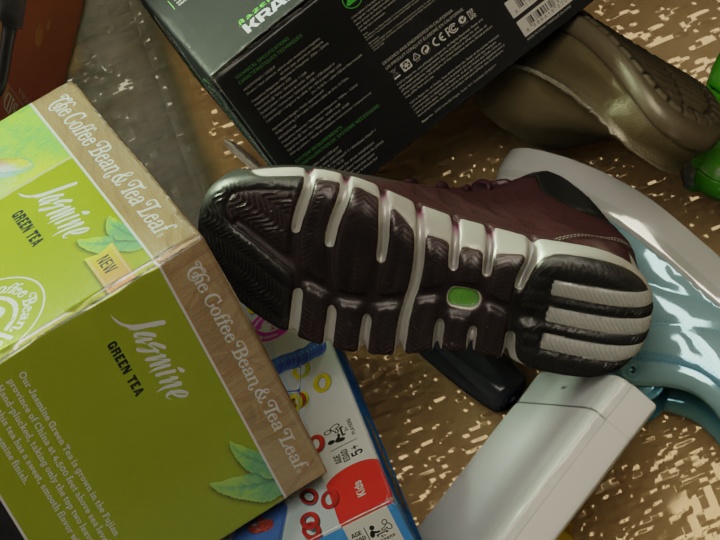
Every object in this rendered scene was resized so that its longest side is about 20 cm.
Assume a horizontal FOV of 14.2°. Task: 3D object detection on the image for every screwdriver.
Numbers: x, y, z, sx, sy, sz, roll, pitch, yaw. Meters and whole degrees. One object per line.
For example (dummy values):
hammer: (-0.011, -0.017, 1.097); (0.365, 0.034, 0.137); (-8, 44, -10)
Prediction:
screwdriver: (0.000, 0.000, 1.378); (0.200, 0.028, 0.029); (38, 53, 19)

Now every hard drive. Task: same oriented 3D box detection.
hard drive: (0.043, 0.130, 1.272); (0.027, 0.132, 0.200); (39, 81, -9)

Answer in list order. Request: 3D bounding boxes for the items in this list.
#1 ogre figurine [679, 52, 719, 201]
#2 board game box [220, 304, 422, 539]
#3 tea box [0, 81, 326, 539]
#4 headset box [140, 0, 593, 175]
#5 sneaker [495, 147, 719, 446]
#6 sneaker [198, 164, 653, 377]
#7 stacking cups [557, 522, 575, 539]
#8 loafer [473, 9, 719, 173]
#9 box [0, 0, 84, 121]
ogre figurine: (0.229, -0.046, 1.318); (0.200, 0.098, 0.120); (46, 66, 7)
board game box: (-0.082, 0.110, 1.285); (0.195, 0.056, 0.200); (-26, 32, 1)
tea box: (-0.151, 0.048, 1.242); (0.196, 0.134, 0.200); (-31, 30, -8)
headset box: (-0.009, -0.144, 1.353); (0.174, 0.093, 0.200); (-37, 31, -1)
sneaker: (0.127, 0.023, 1.321); (0.200, 0.074, 0.082); (38, 77, 21)
sneaker: (0.030, -0.012, 1.276); (0.199, 0.116, 0.076); (16, 113, 0)
stacking cups: (0.138, 0.197, 1.264); (0.060, 0.061, 0.200); (-44, 69, -6)
loafer: (0.099, -0.084, 1.340); (0.068, 0.076, 0.200); (-59, 30, 9)
box: (-0.202, -0.167, 1.411); (0.106, 0.152, 0.201); (8, 73, 13)
